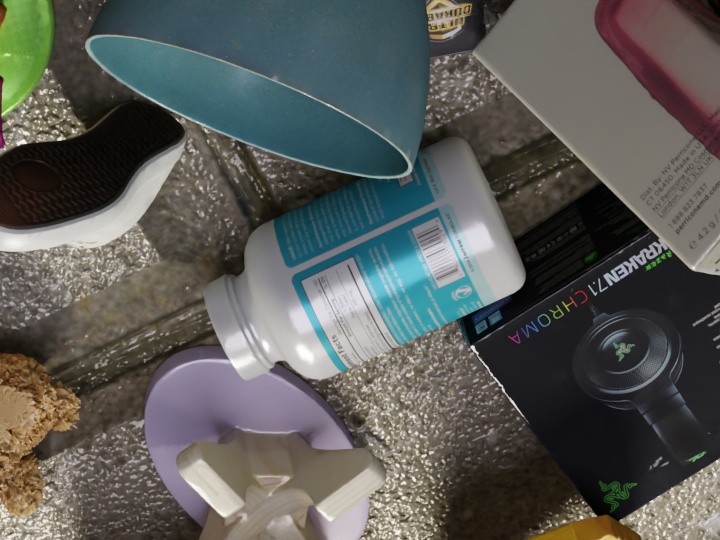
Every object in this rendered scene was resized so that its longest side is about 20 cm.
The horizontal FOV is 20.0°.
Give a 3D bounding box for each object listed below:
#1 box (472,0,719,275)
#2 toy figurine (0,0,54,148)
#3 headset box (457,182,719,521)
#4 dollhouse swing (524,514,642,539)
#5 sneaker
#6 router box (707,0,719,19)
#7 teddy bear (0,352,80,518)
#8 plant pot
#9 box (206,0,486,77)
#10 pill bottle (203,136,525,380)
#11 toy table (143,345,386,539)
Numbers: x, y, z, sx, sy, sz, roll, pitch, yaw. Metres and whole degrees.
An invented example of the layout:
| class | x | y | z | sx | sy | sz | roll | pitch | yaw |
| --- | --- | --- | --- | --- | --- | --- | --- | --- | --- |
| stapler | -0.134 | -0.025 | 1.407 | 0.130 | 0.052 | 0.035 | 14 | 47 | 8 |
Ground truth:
| class | x | y | z | sx | sy | sz | roll | pitch | yaw |
| --- | --- | --- | --- | --- | --- | --- | --- | --- | --- |
| box | 0.189 | -0.102 | 1.243 | 0.200 | 0.128 | 0.109 | 47 | 108 | 20 |
| toy figurine | -0.272 | -0.096 | 1.209 | 0.150 | 0.184 | 0.200 | 32 | 110 | -21 |
| headset box | 0.188 | 0.054 | 1.399 | 0.173 | 0.093 | 0.200 | -32 | 117 | 10 |
| dollhouse swing | 0.108 | 0.274 | 1.412 | 0.174 | 0.183 | 0.200 | -7 | 164 | 16 |
| sneaker | -0.177 | -0.036 | 1.256 | 0.073 | 0.200 | 0.085 | 36 | 121 | 13 |
| router box | 0.334 | -0.157 | 1.331 | 0.198 | 0.052 | 0.158 | -18 | 118 | 2 |
| teddy bear | -0.276 | 0.125 | 1.399 | 0.144 | 0.067 | 0.201 | 19 | 120 | -6 |
| plant pot | -0.041 | -0.153 | 1.169 | 0.199 | 0.200 | 0.136 | 23 | 82 | -18 |
| box | -0.030 | -0.217 | 1.255 | 0.198 | 0.050 | 0.200 | -11 | 118 | -3 |
| pill bottle | 0.000 | 0.000 | 1.336 | 0.199 | 0.111 | 0.111 | -24 | 118 | 6 |
| toy table | -0.068 | 0.158 | 1.406 | 0.199 | 0.117 | 0.184 | 36 | 108 | -23 |
